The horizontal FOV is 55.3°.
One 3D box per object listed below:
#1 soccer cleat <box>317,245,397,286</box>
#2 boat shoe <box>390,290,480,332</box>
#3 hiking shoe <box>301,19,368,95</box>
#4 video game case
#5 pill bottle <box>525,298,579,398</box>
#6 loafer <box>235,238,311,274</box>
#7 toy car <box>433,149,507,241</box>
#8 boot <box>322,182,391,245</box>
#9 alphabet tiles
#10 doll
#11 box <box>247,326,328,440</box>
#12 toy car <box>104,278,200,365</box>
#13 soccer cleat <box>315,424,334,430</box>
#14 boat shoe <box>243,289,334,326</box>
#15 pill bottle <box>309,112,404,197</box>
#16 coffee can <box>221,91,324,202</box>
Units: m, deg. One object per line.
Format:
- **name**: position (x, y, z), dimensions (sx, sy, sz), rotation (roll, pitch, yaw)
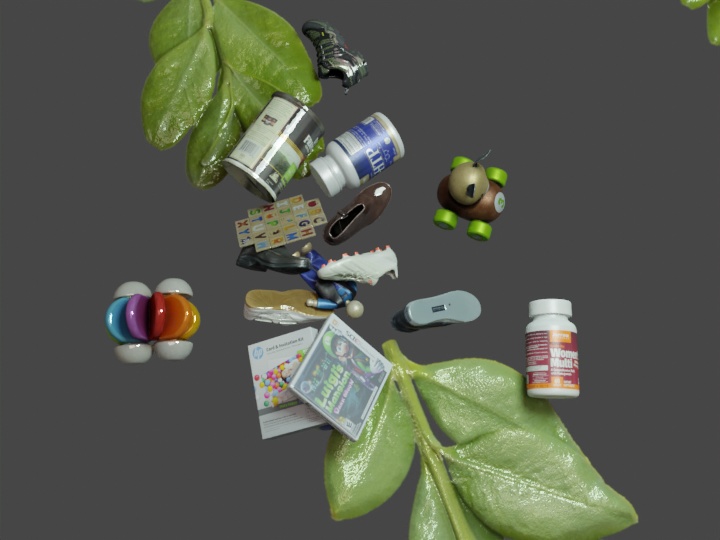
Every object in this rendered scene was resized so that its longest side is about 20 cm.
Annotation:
- **soccer cleat**: position (0.000, 0.000, 1.494), dimensions (0.198, 0.069, 0.078), rotation (-13, 81, -32)
- **boat shoe**: position (0.164, 0.091, 1.507), dimensions (0.198, 0.091, 0.072), rotation (-3, 75, -30)
- **hiking shoe**: position (-0.077, -0.513, 1.639), dimensions (0.200, 0.076, 0.101), rotation (42, 76, 7)
- **video game case**: position (-0.037, 0.218, 1.419), dimensions (0.181, 0.023, 0.201), rotation (41, 51, -13)
- **pill bottle**: position (0.408, 0.168, 1.468), dimensions (0.108, 0.110, 0.203), rotation (2, 76, -1)
- **loafer**: position (-0.187, -0.034, 1.482), dimensions (0.198, 0.073, 0.073), rotation (7, 81, 32)
- **toy car**: position (0.253, -0.182, 1.503), dimensions (0.156, 0.200, 0.166), rotation (18, 77, 3)
- **boot**: position (0.003, -0.127, 1.497), dimensions (0.200, 0.166, 0.072), rotation (-42, 94, -7)
- **alphabet tiles**: position (-0.178, -0.107, 1.523), dimensions (0.198, 0.006, 0.167), rotation (-16, 39, -5)
- **doll**: position (-0.072, 0.034, 1.508), dimensions (0.200, 0.049, 0.136), rotation (43, 54, 12)
- **box**: position (-0.147, 0.237, 1.442), dimensions (0.154, 0.041, 0.202), rotation (-17, 70, 16)
- **toy car**: position (-0.444, 0.102, 1.444), dimensions (0.197, 0.150, 0.177), rotation (-4, 77, -2)
- **soccer cleat**: position (-0.078, 0.237, 1.464), dimensions (0.083, 0.065, 0.203), rotation (2, 77, 2)
- **boat shoe**: position (-0.158, 0.087, 1.500), dimensions (0.198, 0.070, 0.071), rotation (8, 44, -17)
- **pill bottle**: position (-0.011, -0.256, 1.556), dimensions (0.199, 0.120, 0.120), rotation (-35, 79, -8)
- **coffee can**: position (-0.195, -0.276, 1.543), dimensions (0.146, 0.146, 0.201), rotation (33, 78, 7)
